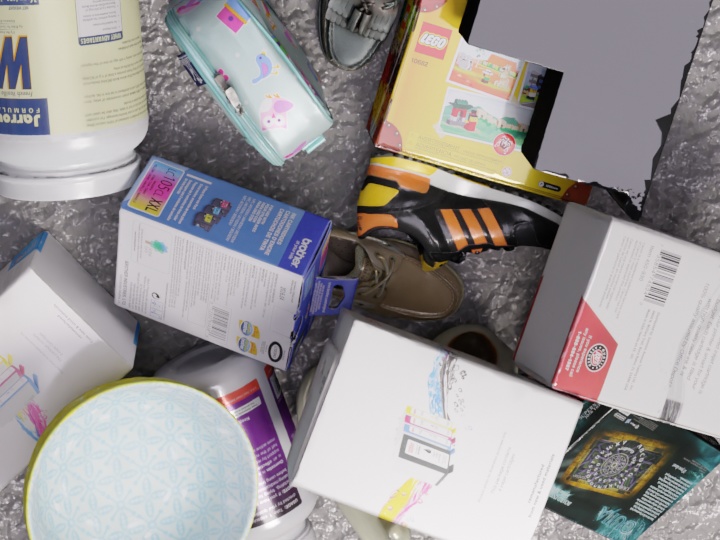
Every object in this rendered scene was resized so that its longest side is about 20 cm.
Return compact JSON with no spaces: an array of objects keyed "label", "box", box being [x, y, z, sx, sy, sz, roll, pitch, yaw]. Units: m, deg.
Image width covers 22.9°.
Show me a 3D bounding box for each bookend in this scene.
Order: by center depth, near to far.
[{"label":"bookend","box":[0.160,-0.168,1.458,0.198,0.092,0.201,14,104,-7]}]

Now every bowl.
[{"label":"bowl","box":[-0.196,0.176,1.499,0.199,0.108,0.201,-5,103,-23]}]

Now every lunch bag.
[{"label":"lunch bag","box":[-0.090,-0.171,1.463,0.077,0.200,0.161,-32,107,7]}]

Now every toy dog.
[{"label":"toy dog","box":[0.060,0.134,1.607,0.200,0.140,0.194,-39,74,7]}]

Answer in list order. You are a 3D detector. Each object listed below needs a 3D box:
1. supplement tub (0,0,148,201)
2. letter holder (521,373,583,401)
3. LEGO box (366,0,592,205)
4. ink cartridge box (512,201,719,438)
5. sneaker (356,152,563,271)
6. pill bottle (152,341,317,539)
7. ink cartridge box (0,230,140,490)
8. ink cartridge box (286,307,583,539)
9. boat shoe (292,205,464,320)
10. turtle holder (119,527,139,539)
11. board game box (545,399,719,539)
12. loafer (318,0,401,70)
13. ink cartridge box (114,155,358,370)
[{"label":"supplement tub","box":[-0.251,-0.169,1.480,0.144,0.145,0.201,-4,105,-3]},{"label":"letter holder","box":[0.258,0.071,1.618,0.199,0.142,0.101,15,72,-11]},{"label":"LEGO box","box":[0.122,-0.158,1.546,0.199,0.077,0.150,16,103,-9]},{"label":"ink cartridge box","box":[0.246,0.044,1.466,0.199,0.083,0.148,18,95,-23]},{"label":"sneaker","box":[0.091,-0.035,1.571,0.199,0.070,0.090,19,88,-8]},{"label":"pill bottle","box":[-0.108,0.168,1.600,0.112,0.112,0.201,-19,106,1]},{"label":"ink cartridge box","box":[-0.308,0.089,1.555,0.200,0.129,0.125,-43,104,8]},{"label":"ink cartridge box","box":[0.054,0.134,1.459,0.199,0.147,0.145,21,90,-4]},{"label":"boat shoe","box":[0.000,0.000,1.586,0.199,0.065,0.072,22,102,-9]},{"label":"turtle holder","box":[-0.195,0.283,1.627,0.131,0.185,0.142,-27,72,17]},{"label":"board game box","box":[0.235,0.177,1.612,0.135,0.028,0.200,-45,139,13]},{"label":"loafer","box":[0.013,-0.264,1.516,0.072,0.063,0.201,18,103,-9]},{"label":"ink cartridge box","box":[-0.104,0.000,1.518,0.199,0.077,0.137,22,142,7]}]
